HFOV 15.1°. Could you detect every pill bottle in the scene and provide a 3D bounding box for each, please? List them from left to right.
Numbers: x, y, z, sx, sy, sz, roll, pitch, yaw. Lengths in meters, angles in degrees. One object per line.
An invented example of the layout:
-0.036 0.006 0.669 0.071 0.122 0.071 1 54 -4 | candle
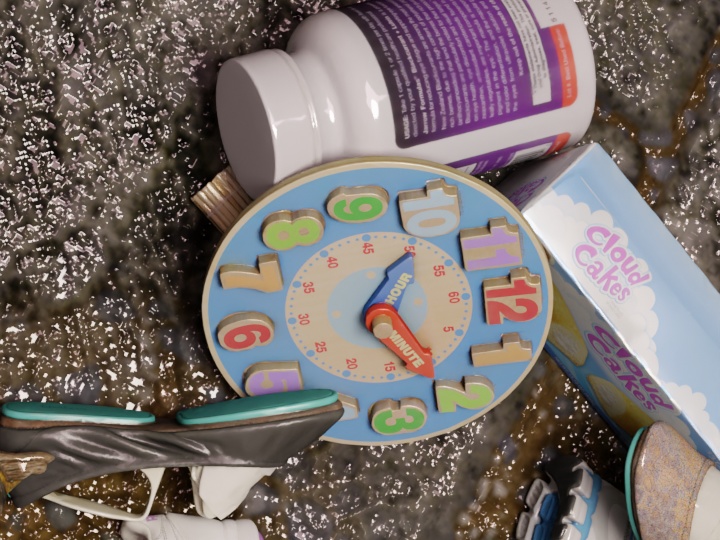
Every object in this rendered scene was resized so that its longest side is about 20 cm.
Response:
0.024 -0.101 1.540 0.199 0.111 0.112 -15 92 -23 | pill bottle

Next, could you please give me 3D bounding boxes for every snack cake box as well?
0.155 0.027 1.580 0.067 0.115 0.200 -42 99 -16 | snack cake box

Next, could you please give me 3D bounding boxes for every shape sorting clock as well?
0.010 0.022 1.523 0.199 0.039 0.201 -4 126 -5 | shape sorting clock

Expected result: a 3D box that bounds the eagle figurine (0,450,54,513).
-0.227 0.188 1.453 0.150 0.151 0.201 19 76 -36 | eagle figurine

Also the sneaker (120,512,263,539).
-0.110 0.225 1.497 0.099 0.075 0.201 13 54 -9 | sneaker

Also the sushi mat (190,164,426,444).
0.000 0.000 1.588 0.096 0.012 0.200 -44 100 -15 | sushi mat

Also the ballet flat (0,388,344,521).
-0.107 0.104 1.520 0.199 0.068 0.069 -2 97 -1 | ballet flat

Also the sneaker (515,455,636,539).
0.123 0.216 1.585 0.086 0.075 0.201 26 77 -22 | sneaker

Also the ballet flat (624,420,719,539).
0.198 0.154 1.558 0.067 0.200 0.068 11 58 21 | ballet flat
